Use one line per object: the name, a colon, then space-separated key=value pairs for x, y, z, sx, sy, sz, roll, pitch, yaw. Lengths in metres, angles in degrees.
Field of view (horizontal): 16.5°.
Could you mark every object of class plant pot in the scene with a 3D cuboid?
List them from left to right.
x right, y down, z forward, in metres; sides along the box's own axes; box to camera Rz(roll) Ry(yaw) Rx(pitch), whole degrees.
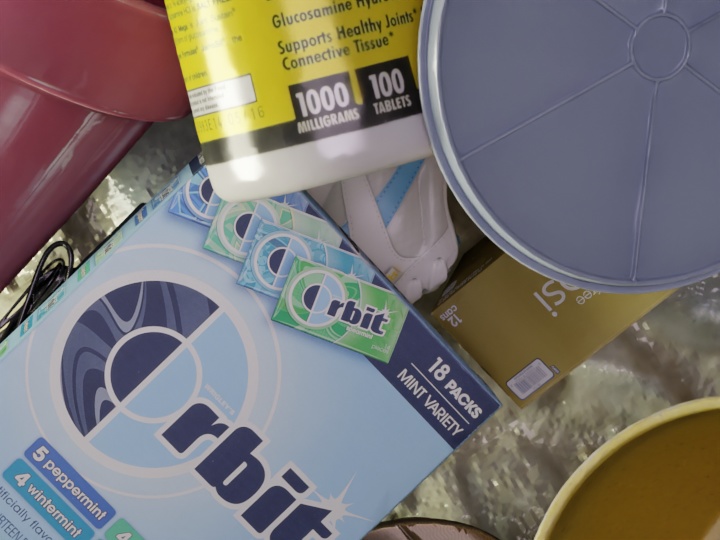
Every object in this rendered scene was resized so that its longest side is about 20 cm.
plant pot: x=-0.177 y=-0.089 z=1.101 sx=0.199 sy=0.200 sz=0.180 roll=32 pitch=107 yaw=1
plant pot: x=0.182 y=0.150 z=1.096 sx=0.199 sy=0.142 sz=0.202 roll=0 pitch=91 yaw=17

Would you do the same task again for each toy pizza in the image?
toy pizza: x=0.112 y=-0.091 z=0.985 sx=0.199 sy=0.032 sz=0.202 roll=-5 pitch=105 yaw=-19

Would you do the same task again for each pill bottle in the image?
pill bottle: x=-0.029 y=-0.136 z=0.996 sx=0.112 sy=0.112 sz=0.201 roll=-14 pitch=95 yaw=2

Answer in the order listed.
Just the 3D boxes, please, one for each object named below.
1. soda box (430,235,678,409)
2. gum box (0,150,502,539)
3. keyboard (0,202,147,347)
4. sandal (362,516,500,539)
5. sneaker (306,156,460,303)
soda box: x=0.126 y=-0.028 z=1.099 sx=0.064 sy=0.068 sz=0.200 roll=46 pitch=118 yaw=-8
gum box: x=-0.067 y=0.065 z=1.087 sx=0.200 sy=0.045 sz=0.170 roll=-43 pitch=102 yaw=1
keyboard: x=-0.148 y=0.058 z=1.134 sx=0.200 sy=0.104 sz=0.040 roll=-46 pitch=56 yaw=2
sandal: x=-0.010 y=0.159 z=1.161 sx=0.199 sy=0.054 sz=0.081 roll=-14 pitch=94 yaw=17
sneaker: x=0.000 y=0.000 z=1.144 sx=0.080 sy=0.077 sz=0.201 roll=19 pitch=93 yaw=0
